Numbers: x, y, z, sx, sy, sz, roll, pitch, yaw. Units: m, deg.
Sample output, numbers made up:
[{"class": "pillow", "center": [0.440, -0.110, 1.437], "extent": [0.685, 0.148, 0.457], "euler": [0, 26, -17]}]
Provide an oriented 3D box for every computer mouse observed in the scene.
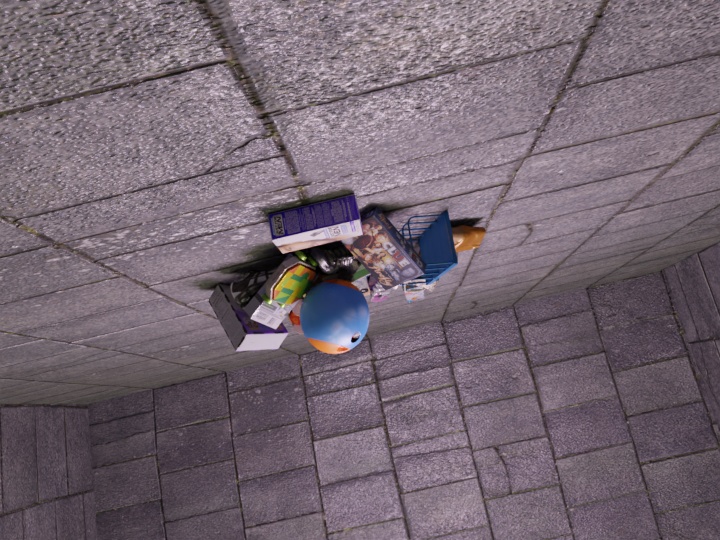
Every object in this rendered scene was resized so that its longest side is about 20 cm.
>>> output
[{"class": "computer mouse", "center": [-0.123, -0.031, 1.502], "extent": [0.057, 0.035, 0.199], "euler": [-26, 155, 15]}]

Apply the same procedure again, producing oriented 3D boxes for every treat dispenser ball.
[{"class": "treat dispenser ball", "center": [-0.071, 0.126, 1.489], "extent": [0.194, 0.207, 0.201], "euler": [-11, 166, -3]}]

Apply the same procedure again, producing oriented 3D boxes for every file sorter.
[{"class": "file sorter", "center": [0.159, -0.052, 1.442], "extent": [0.119, 0.143, 0.200], "euler": [-4, 164, -15]}]

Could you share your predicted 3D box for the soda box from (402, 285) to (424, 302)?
[{"class": "soda box", "center": [0.164, 0.046, 1.703], "extent": [0.062, 0.070, 0.200], "euler": [-16, 165, 6]}]

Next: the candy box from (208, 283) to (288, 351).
[{"class": "candy box", "center": [-0.332, 0.137, 1.586], "extent": [0.166, 0.201, 0.072], "euler": [8, 127, -52]}]

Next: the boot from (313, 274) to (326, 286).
[{"class": "boot", "center": [-0.157, 0.053, 1.696], "extent": [0.198, 0.071, 0.145], "euler": [29, 116, -13]}]

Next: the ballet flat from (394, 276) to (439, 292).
[{"class": "ballet flat", "center": [0.134, 0.026, 1.559], "extent": [0.194, 0.068, 0.077], "euler": [13, 115, -15]}]

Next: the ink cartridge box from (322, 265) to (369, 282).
[{"class": "ink cartridge box", "center": [0.000, 0.000, 1.598], "extent": [0.195, 0.049, 0.145], "euler": [-18, -178, 24]}]

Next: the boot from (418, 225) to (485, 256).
[{"class": "boot", "center": [0.267, -0.066, 1.565], "extent": [0.140, 0.073, 0.201], "euler": [-1, 155, -25]}]

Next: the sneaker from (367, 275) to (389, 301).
[{"class": "sneaker", "center": [0.073, 0.008, 1.722], "extent": [0.079, 0.090, 0.202], "euler": [-2, 140, -33]}]

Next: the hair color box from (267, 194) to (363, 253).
[{"class": "hair color box", "center": [-0.096, -0.100, 1.184], "extent": [0.194, 0.067, 0.109], "euler": [-12, 166, 2]}]

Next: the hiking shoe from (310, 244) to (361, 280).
[{"class": "hiking shoe", "center": [-0.058, -0.043, 1.439], "extent": [0.101, 0.076, 0.199], "euler": [-47, 151, 12]}]

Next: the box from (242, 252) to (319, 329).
[{"class": "box", "center": [-0.217, 0.061, 1.490], "extent": [0.201, 0.041, 0.156], "euler": [-49, 156, 0]}]

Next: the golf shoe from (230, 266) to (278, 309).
[{"class": "golf shoe", "center": [-0.274, 0.022, 1.498], "extent": [0.198, 0.094, 0.079], "euler": [-31, 147, -33]}]

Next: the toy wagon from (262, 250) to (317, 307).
[{"class": "toy wagon", "center": [-0.173, 0.031, 1.426], "extent": [0.156, 0.039, 0.199], "euler": [-52, 155, 5]}]

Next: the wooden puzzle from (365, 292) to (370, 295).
[{"class": "wooden puzzle", "center": [0.054, 0.043, 1.902], "extent": [0.195, 0.048, 0.185], "euler": [-22, 164, 14]}]

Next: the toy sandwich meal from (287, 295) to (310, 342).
[{"class": "toy sandwich meal", "center": [-0.135, 0.138, 1.664], "extent": [0.198, 0.071, 0.211], "euler": [-1, 121, -1]}]

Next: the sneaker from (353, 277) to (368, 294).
[{"class": "sneaker", "center": [-0.057, 0.069, 1.746], "extent": [0.194, 0.119, 0.080], "euler": [-16, 165, 14]}]

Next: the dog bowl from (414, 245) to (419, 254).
[{"class": "dog bowl", "center": [0.224, -0.034, 1.719], "extent": [0.194, 0.060, 0.200], "euler": [-12, 166, -3]}]

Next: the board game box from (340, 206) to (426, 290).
[{"class": "board game box", "center": [0.052, -0.049, 1.310], "extent": [0.134, 0.035, 0.200], "euler": [-25, 118, 40]}]
